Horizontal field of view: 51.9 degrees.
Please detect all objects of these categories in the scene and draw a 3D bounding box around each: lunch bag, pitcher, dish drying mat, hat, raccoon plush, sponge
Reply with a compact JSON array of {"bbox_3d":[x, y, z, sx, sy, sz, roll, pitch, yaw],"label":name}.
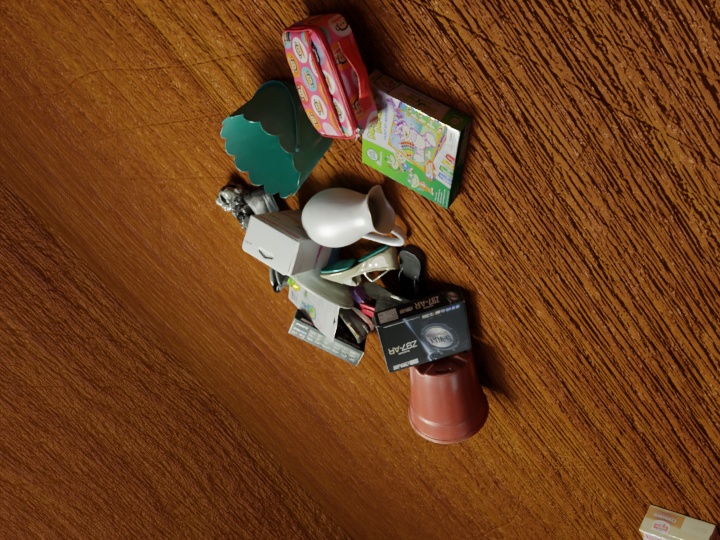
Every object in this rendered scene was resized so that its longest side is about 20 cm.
[{"bbox_3d":[-0.042,-0.323,1.240,0.175,0.081,0.203,23,140,55],"label":"lunch bag"},{"bbox_3d":[-0.012,-0.099,1.554,0.197,0.123,0.172,-3,144,39],"label":"pitcher"},{"bbox_3d":[0.090,0.131,1.814,0.197,0.018,0.077,21,163,22],"label":"dish drying mat"},{"bbox_3d":[0.079,0.109,1.686,0.198,0.082,0.201,28,169,6],"label":"hat"},{"bbox_3d":[-0.287,-0.138,1.871,0.133,0.097,0.202,27,151,40],"label":"raccoon plush"},{"bbox_3d":[-0.068,0.009,1.859,0.201,0.030,0.111,51,151,-18],"label":"sponge"}]

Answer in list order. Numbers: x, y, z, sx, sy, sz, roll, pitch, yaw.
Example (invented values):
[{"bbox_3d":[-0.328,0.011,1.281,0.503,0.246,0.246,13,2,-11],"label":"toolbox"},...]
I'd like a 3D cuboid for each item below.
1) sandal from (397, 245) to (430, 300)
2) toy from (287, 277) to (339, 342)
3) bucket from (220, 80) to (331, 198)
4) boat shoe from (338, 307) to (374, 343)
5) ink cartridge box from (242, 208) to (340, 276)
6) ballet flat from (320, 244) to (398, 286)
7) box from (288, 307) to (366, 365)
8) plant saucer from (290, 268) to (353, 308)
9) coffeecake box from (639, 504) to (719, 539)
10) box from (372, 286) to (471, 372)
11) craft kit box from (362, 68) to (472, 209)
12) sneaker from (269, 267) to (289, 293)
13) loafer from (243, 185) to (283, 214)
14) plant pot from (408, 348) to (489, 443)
[{"bbox_3d":[0.110,0.025,1.639,0.075,0.043,0.202,24,148,29],"label":"sandal"},{"bbox_3d":[-0.106,0.070,1.833,0.199,0.047,0.117,38,131,35],"label":"toy"},{"bbox_3d":[-0.163,-0.265,1.469,0.205,0.135,0.209,30,151,18],"label":"bucket"},{"bbox_3d":[-0.057,0.099,1.870,0.200,0.061,0.072,40,160,11],"label":"boat shoe"},{"bbox_3d":[-0.149,-0.067,1.667,0.143,0.199,0.086,28,112,22],"label":"ink cartridge box"},{"bbox_3d":[0.000,0.000,1.641,0.197,0.070,0.070,-19,121,29],"label":"ballet flat"},{"bbox_3d":[-0.081,0.154,1.916,0.197,0.159,0.047,27,109,-4],"label":"box"},{"bbox_3d":[-0.091,0.015,1.750,0.198,0.051,0.200,32,-169,-7],"label":"plant saucer"},{"bbox_3d":[0.745,0.643,1.686,0.152,0.073,0.202,7,137,48],"label":"coffeecake box"},{"bbox_3d":[0.137,0.132,1.609,0.044,0.196,0.162,-107,2,-47],"label":"box"},{"bbox_3d":[0.092,-0.227,1.299,0.196,0.049,0.202,34,152,21],"label":"craft kit box"},{"bbox_3d":[-0.174,0.034,1.939,0.201,0.116,0.074,51,151,-18],"label":"sneaker"},{"bbox_3d":[-0.217,-0.119,1.797,0.073,0.071,0.203,-103,-7,-57],"label":"loafer"},{"bbox_3d":[0.195,0.260,1.728,0.198,0.201,0.198,19,139,35],"label":"plant pot"}]
